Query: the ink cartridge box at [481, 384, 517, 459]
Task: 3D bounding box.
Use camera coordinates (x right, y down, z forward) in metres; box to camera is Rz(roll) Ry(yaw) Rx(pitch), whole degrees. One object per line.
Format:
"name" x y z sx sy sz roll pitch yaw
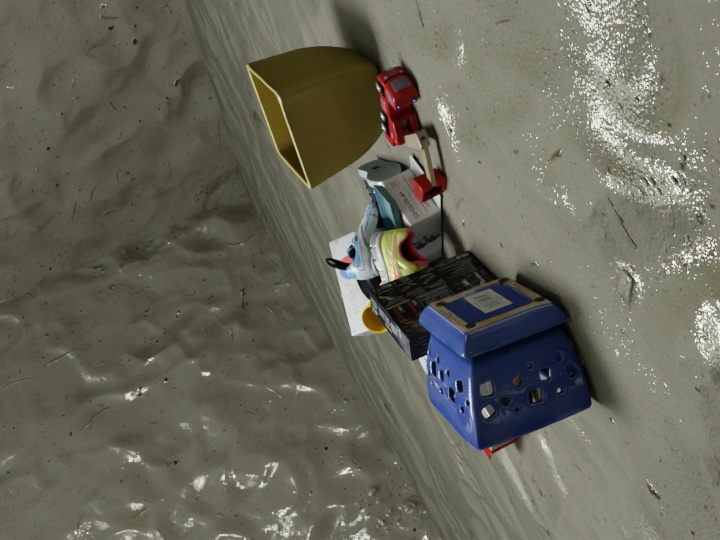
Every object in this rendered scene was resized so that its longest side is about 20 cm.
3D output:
"ink cartridge box" 0.259 0.283 1.809 0.116 0.067 0.200 59 168 31

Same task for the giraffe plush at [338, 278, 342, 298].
"giraffe plush" 0.031 0.016 1.919 0.200 0.161 0.174 -34 -54 -86

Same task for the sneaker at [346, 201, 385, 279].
"sneaker" 0.011 -0.062 1.722 0.200 0.072 0.072 -82 -20 -48

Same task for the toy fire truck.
"toy fire truck" 0.085 -0.226 1.521 0.141 0.049 0.200 56 166 36

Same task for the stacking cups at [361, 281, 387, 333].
"stacking cups" 0.059 0.046 1.715 0.061 0.060 0.200 67 -154 -17

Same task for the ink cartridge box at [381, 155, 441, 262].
"ink cartridge box" 0.096 -0.106 1.694 0.115 0.068 0.200 57 168 30

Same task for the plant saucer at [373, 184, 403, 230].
"plant saucer" 0.065 -0.071 1.693 0.070 0.019 0.200 54 166 45

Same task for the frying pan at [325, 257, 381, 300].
"frying pan" 0.002 -0.013 1.756 0.190 0.031 0.115 45 -143 -39

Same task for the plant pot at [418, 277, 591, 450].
"plant pot" 0.207 0.126 1.374 0.200 0.199 0.181 -141 34 -66

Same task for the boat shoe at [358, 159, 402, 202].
"boat shoe" 0.052 -0.163 1.797 0.200 0.071 0.091 -127 12 -73

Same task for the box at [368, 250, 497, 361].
"box" 0.136 0.055 1.520 0.158 0.199 0.050 50 157 50

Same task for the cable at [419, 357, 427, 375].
"cable" 0.167 0.166 1.976 0.201 0.069 0.200 64 170 5

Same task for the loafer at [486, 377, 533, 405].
"loafer" 0.254 0.177 1.568 0.201 0.073 0.071 68 170 -20

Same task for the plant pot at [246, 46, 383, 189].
"plant pot" -0.064 -0.302 1.657 0.196 0.199 0.195 48 161 54

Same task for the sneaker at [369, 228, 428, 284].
"sneaker" 0.087 0.016 1.621 0.078 0.090 0.201 -23 -89 -58

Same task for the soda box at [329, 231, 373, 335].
"soda box" 0.001 0.027 1.823 0.064 0.068 0.201 6 -113 -58
